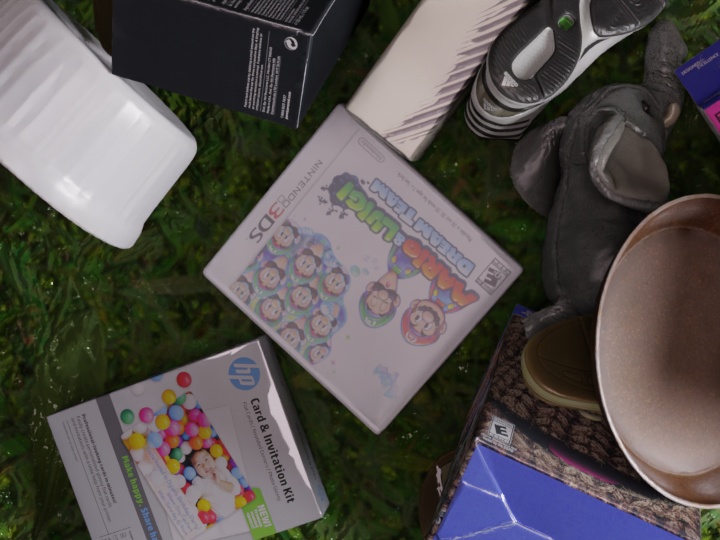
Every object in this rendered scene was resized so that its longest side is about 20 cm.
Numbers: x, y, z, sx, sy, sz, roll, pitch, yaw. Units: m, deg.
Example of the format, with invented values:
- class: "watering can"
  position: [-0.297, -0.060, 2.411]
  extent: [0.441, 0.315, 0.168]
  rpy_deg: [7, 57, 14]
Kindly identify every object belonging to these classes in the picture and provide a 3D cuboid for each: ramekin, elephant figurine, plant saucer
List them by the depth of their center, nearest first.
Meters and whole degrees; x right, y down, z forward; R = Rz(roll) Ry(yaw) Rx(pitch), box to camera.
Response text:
- class: "plant saucer"
  position: [0.222, 0.052, 0.744]
  extent: [0.198, 0.034, 0.204]
  rpy_deg: [1, 87, -28]
- class: "elephant figurine"
  position: [0.182, -0.071, 0.834]
  extent: [0.140, 0.155, 0.203]
  rpy_deg: [-13, 94, 24]
- class: "ramekin"
  position: [-0.217, -0.120, 0.854]
  extent: [0.200, 0.200, 0.098]
  rpy_deg: [44, 92, 2]

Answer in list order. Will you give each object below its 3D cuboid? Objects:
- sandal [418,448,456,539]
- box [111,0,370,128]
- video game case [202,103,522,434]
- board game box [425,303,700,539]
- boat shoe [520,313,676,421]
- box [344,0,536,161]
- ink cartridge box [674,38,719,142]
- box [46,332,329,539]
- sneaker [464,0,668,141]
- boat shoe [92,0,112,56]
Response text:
- class: "sandal"
  position: [0.108, 0.228, 0.915]
  extent: [0.081, 0.055, 0.202]
  rpy_deg: [-25, 106, 15]
- class: "box"
  position: [-0.076, -0.200, 0.816]
  extent: [0.139, 0.201, 0.080]
  rpy_deg: [19, 130, 4]
- class: "video game case"
  position: [0.000, 0.000, 0.918]
  extent: [0.200, 0.024, 0.182]
  rpy_deg: [42, 100, 2]
- class: "board game box"
  position: [0.152, 0.137, 0.812]
  extent: [0.158, 0.200, 0.098]
  rpy_deg: [24, 118, 4]
- class: "boat shoe"
  position: [0.192, 0.073, 0.796]
  extent: [0.198, 0.063, 0.074]
  rpy_deg: [-6, 58, -30]
- class: "box"
  position: [0.075, -0.183, 0.860]
  extent: [0.068, 0.082, 0.201]
  rpy_deg: [37, 101, 2]
- class: "ink cartridge box"
  position: [0.305, -0.089, 0.772]
  extent: [0.094, 0.037, 0.202]
  rpy_deg: [-33, 69, 15]
- class: "box"
  position: [-0.144, 0.160, 0.947]
  extent: [0.197, 0.041, 0.158]
  rpy_deg: [-19, 93, 8]
- class: "sneaker"
  position: [0.146, -0.172, 0.857]
  extent: [0.200, 0.115, 0.076]
  rpy_deg: [-40, 87, -24]
- class: "boat shoe"
  position: [-0.158, -0.258, 0.877]
  extent: [0.071, 0.066, 0.204]
  rpy_deg: [-1, 82, 28]
